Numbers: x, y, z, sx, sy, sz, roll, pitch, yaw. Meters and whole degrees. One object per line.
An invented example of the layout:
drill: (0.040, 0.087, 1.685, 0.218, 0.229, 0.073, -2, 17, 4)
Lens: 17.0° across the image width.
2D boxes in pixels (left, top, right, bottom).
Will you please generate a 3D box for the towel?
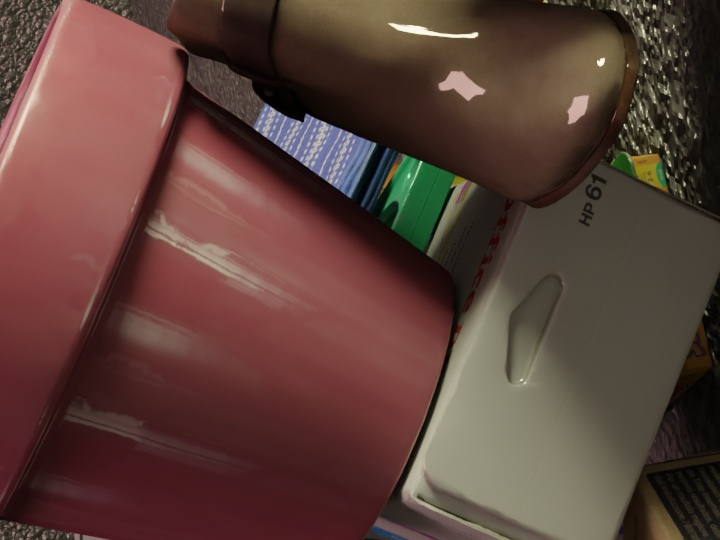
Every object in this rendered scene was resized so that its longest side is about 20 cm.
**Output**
towel: (-0.036, -0.033, 1.112, 0.146, 0.024, 0.200, -65, 19, -11)

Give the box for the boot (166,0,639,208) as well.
boot: (0.005, -0.079, 0.850, 0.200, 0.145, 0.071, 171, 119, -78)

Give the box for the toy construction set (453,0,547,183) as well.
toy construction set: (0.050, -0.118, 1.118, 0.200, 0.091, 0.132, -126, 32, -47)

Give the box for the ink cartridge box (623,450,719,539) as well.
ink cartridge box: (0.156, 0.190, 0.887, 0.165, 0.074, 0.201, -115, 17, -59)

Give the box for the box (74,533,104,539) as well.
box: (-0.074, 0.119, 1.201, 0.200, 0.060, 0.117, -57, -25, -53)

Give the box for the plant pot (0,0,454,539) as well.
plant pot: (-0.070, 0.023, 0.907, 0.200, 0.178, 0.201, -157, 90, -80)

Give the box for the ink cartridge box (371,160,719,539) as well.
ink cartridge box: (0.056, 0.040, 0.963, 0.200, 0.084, 0.145, 157, 137, -76)

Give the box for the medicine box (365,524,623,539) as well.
medicine box: (0.057, 0.196, 1.136, 0.201, 0.181, 0.103, -111, 14, -45)

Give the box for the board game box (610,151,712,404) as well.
board game box: (0.114, 0.020, 1.080, 0.200, 0.030, 0.096, 109, 149, -74)

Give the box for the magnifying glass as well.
magnifying glass: (0.031, -0.048, 1.010, 0.201, 0.022, 0.080, -61, 10, 5)

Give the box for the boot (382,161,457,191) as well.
boot: (0.000, 0.000, 1.172, 0.200, 0.154, 0.077, -77, -20, -58)
